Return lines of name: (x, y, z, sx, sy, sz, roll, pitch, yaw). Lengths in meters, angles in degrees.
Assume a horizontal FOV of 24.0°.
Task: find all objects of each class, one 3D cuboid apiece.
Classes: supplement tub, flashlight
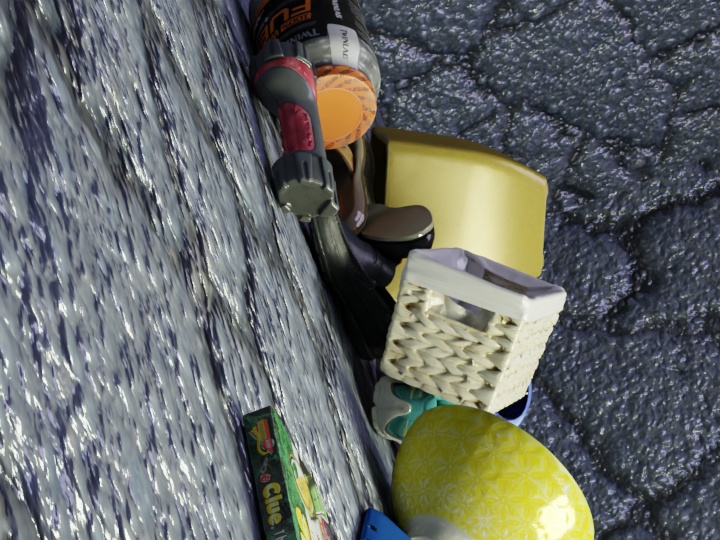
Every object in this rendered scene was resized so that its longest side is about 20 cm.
supplement tub: (-0.047, -0.227, 1.784, 0.201, 0.121, 0.123, -106, 173, -45)
flashlight: (-0.066, -0.135, 1.597, 0.201, 0.067, 0.068, -98, 172, -46)

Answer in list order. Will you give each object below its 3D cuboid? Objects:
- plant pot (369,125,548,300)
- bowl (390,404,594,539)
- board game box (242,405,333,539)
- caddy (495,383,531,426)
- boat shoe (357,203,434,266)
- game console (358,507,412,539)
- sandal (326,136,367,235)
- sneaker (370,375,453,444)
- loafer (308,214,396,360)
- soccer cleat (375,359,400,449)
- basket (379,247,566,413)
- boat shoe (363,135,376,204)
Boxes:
plant pot: (0.113, -0.062, 1.993, 0.196, 0.197, 0.197, -116, -152, -79)
bowl: (0.098, 0.230, 1.515, 0.108, 0.199, 0.202, -45, 125, -36)
board game box: (-0.028, 0.185, 0.973, 0.105, 0.023, 0.201, 62, 9, -45)
caddy: (0.121, 0.124, 2.046, 0.201, 0.141, 0.105, 56, -5, 17)
boat shoe: (0.026, -0.031, 1.768, 0.201, 0.073, 0.064, 7, -62, 64)
game console: (0.041, 0.295, 1.298, 0.200, 0.117, 0.173, -51, 151, -84)
sandal: (-0.036, -0.106, 1.787, 0.054, 0.080, 0.201, 36, 30, -33)
sneaker: (0.085, 0.154, 1.687, 0.199, 0.079, 0.079, 18, 79, -58)
loafer: (0.000, 0.000, 1.697, 0.068, 0.070, 0.202, -103, 172, -58)
soccer cleat: (0.053, 0.141, 1.798, 0.076, 0.066, 0.202, -38, -121, 58)
basket: (0.110, 0.057, 1.671, 0.125, 0.134, 0.200, -70, 165, 7)
boat shoe: (-0.021, -0.115, 1.941, 0.065, 0.071, 0.202, 65, 13, -52)
